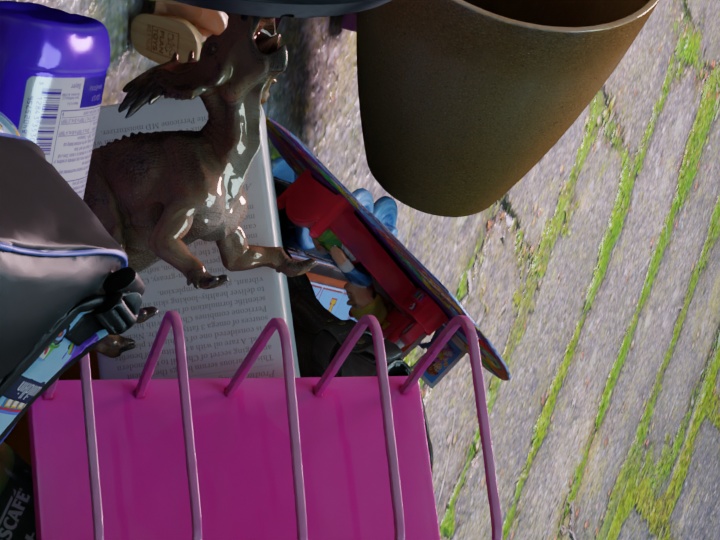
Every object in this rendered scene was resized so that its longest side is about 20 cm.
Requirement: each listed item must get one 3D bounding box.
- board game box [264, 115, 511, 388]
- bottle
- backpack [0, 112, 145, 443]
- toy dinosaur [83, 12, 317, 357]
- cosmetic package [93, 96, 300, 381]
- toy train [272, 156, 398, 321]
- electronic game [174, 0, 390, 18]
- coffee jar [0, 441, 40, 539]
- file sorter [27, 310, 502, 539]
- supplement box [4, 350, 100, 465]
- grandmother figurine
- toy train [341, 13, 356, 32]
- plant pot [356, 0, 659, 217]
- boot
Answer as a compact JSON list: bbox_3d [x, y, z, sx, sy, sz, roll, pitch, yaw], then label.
[{"bbox_3d":[0.000,0.000,1.461,0.039,0.200,0.158,-44,168,-5],"label":"board game box"},{"bbox_3d":[-0.169,-0.024,1.239,0.083,0.065,0.201,-13,117,-65],"label":"bottle"},{"bbox_3d":[-0.220,0.031,1.125,0.182,0.135,0.200,6,128,-54],"label":"backpack"},{"bbox_3d":[-0.109,-0.042,1.320,0.086,0.199,0.136,42,24,-79],"label":"toy dinosaur"},{"bbox_3d":[-0.088,0.013,1.387,0.071,0.101,0.201,73,10,-80],"label":"cosmetic package"},{"bbox_3d":[-0.043,-0.007,1.633,0.115,0.086,0.200,-70,160,3],"label":"toy train"},{"bbox_3d":[-0.052,-0.176,1.320,0.200,0.199,0.042,-41,144,-56],"label":"electronic game"},{"bbox_3d":[-0.150,0.152,1.316,0.085,0.199,0.105,125,-13,-72],"label":"coffee jar"},{"bbox_3d":[-0.046,0.096,1.250,0.125,0.199,0.140,121,-34,-61],"label":"file sorter"},{"bbox_3d":[-0.133,0.130,1.507,0.126,0.073,0.200,-65,157,-21],"label":"supplement box"},{"bbox_3d":[-0.059,-0.175,1.512,0.200,0.060,0.122,-42,150,-51],"label":"grandmother figurine"},{"bbox_3d":[0.036,-0.233,1.715,0.200,0.055,0.151,-44,143,-53],"label":"toy train"},{"bbox_3d":[0.072,-0.136,1.636,0.187,0.186,0.200,-53,167,-45],"label":"plant pot"},{"bbox_3d":[-0.019,0.085,1.495,0.069,0.174,0.201,-28,135,-21],"label":"boot"}]
